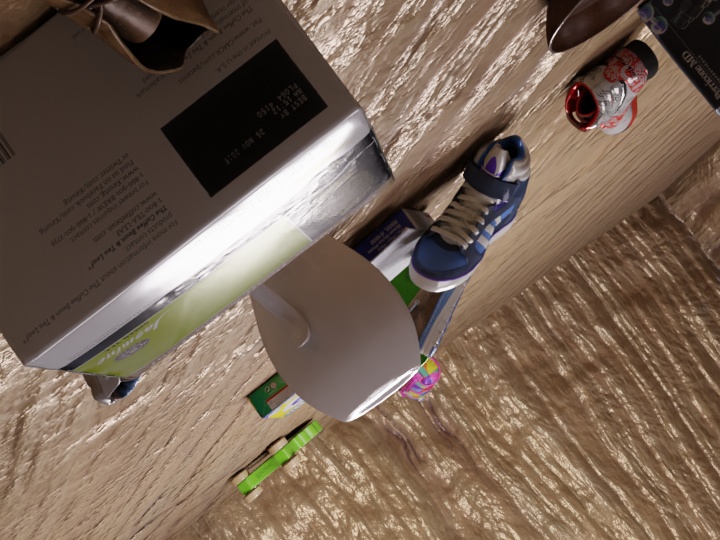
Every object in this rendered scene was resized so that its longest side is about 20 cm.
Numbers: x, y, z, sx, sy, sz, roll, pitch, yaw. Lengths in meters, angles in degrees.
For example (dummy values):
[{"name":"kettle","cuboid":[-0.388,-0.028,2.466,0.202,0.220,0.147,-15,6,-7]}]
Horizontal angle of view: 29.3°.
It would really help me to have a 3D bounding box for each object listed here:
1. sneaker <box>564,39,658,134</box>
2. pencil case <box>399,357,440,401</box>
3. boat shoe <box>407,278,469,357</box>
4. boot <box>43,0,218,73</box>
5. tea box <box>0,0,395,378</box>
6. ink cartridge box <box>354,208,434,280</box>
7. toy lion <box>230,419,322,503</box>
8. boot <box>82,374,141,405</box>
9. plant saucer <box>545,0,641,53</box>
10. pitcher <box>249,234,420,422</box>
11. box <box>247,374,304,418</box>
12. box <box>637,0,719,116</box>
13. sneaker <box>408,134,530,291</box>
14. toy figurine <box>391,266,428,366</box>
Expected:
[{"name":"sneaker","cuboid":[0.298,-0.208,1.726,0.108,0.067,0.202,-34,167,-14]},{"name":"pencil case","cuboid":[0.156,0.285,3.603,0.088,0.089,0.200,-34,169,-17]},{"name":"boat shoe","cuboid":[0.100,0.004,1.722,0.072,0.072,0.201,94,21,-79]},{"name":"boot","cuboid":[-0.107,-0.128,0.538,0.073,0.076,0.200,-37,170,12]},{"name":"tea box","cuboid":[-0.103,-0.054,0.730,0.200,0.134,0.197,-37,170,0]},{"name":"ink cartridge box","cuboid":[0.000,0.000,1.692,0.196,0.043,0.200,-41,168,11]},{"name":"toy lion","cuboid":[-0.175,0.412,3.057,0.200,0.069,0.192,-41,178,22]},{"name":"boot","cuboid":[-0.179,0.032,0.988,0.073,0.096,0.200,-33,170,-23]},{"name":"plant saucer","cuboid":[0.243,-0.278,1.263,0.200,0.035,0.200,-36,171,-6]},{"name":"pitcher","cuboid":[-0.049,0.026,1.137,0.121,0.200,0.171,-41,169,22]},{"name":"box","cuboid":[-0.106,0.189,2.223,0.117,0.048,0.200,-38,173,5]},{"name":"box","cuboid":[0.439,-0.297,1.557,0.200,0.149,0.107,-40,170,16]},{"name":"sneaker","cuboid":[0.130,-0.081,1.619,0.200,0.080,0.147,-41,151,-36]},{"name":"toy figurine","cuboid":[0.045,0.043,1.936,0.201,0.149,0.184,-62,-177,5]}]
